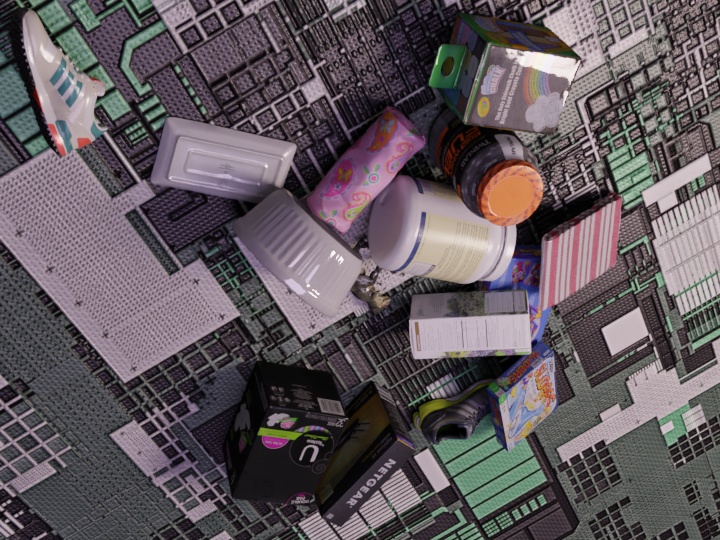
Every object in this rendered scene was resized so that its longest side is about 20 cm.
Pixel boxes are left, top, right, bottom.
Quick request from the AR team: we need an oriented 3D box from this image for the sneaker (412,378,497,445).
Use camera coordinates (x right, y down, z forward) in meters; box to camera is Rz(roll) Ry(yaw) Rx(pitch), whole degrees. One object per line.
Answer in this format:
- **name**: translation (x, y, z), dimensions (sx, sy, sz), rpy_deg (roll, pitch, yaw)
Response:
- **sneaker**: translation (0.198, 0.265, 1.812), dimensions (0.197, 0.081, 0.075), rpy_deg (-22, 127, -5)

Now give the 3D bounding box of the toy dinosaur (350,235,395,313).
- **toy dinosaur**: translation (0.000, 0.000, 1.597), dimensions (0.088, 0.048, 0.199), rpy_deg (-40, 122, 17)

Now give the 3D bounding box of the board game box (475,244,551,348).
- **board game box**: translation (0.263, 0.053, 1.720), dimensions (0.132, 0.045, 0.203), rpy_deg (1, 121, -19)

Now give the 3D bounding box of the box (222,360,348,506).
- **box**: translation (-0.131, 0.278, 1.682), dimensions (0.147, 0.125, 0.202), rpy_deg (12, 118, -24)

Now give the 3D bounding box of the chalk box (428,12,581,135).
- **chalk box**: translation (0.190, -0.285, 1.428), dimensions (0.197, 0.124, 0.126), rpy_deg (5, 121, -20)

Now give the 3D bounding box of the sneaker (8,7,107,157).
- **sneaker**: translation (-0.387, -0.252, 1.295), dimensions (0.093, 0.070, 0.202), rpy_deg (-25, 126, -24)

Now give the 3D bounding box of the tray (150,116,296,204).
- **tray**: translation (-0.196, -0.152, 1.444), dimensions (0.197, 0.022, 0.109), rpy_deg (9, 119, -24)

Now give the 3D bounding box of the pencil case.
- **pencil case**: translation (0.008, -0.146, 1.477), dimensions (0.087, 0.088, 0.200), rpy_deg (33, 107, -33)

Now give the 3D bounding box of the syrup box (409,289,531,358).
- **syrup box**: translation (0.181, 0.089, 1.652), dimensions (0.197, 0.079, 0.083), rpy_deg (-4, 119, 9)

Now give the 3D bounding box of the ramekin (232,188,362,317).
- **ramekin**: translation (-0.084, -0.032, 1.458), dimensions (0.094, 0.202, 0.202), rpy_deg (-47, 125, 3)

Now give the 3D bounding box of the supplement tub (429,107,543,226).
- **supplement tub**: translation (0.185, -0.156, 1.460), dimensions (0.121, 0.201, 0.124), rpy_deg (-9, 124, -13)

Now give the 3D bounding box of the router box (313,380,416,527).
- **router box**: translation (-0.007, 0.317, 1.730), dimensions (0.052, 0.158, 0.200), rpy_deg (33, 106, -33)

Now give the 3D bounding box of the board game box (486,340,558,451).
- **board game box**: translation (0.295, 0.230, 1.798), dimensions (0.135, 0.034, 0.201), rpy_deg (-39, 144, -14)

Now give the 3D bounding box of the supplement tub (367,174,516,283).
- **supplement tub**: translation (0.126, -0.060, 1.538), dimensions (0.197, 0.146, 0.147), rpy_deg (10, 118, -24)

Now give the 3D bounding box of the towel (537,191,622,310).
- **towel**: translation (0.365, -0.033, 1.666), dimensions (0.198, 0.030, 0.148), rpy_deg (-28, 132, -29)
